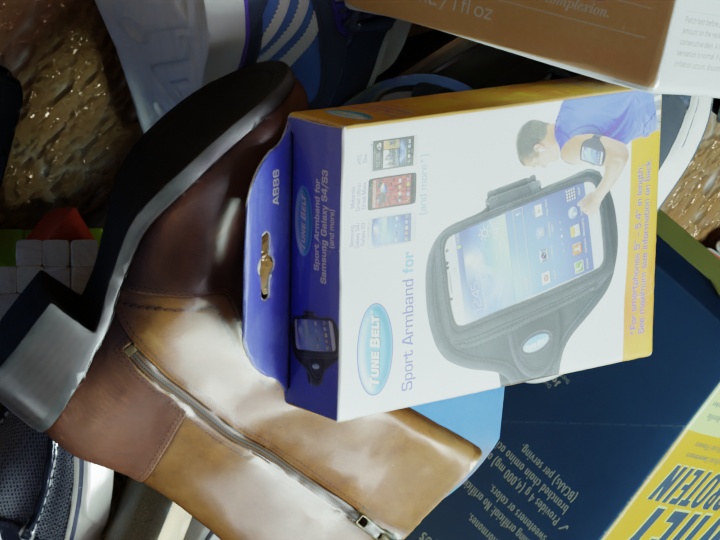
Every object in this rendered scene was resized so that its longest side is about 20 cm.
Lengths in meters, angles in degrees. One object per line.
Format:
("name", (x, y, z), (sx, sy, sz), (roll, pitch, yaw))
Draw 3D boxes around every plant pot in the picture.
("plant pot", (-0.107, 0.135, 1.396), (0.200, 0.027, 0.201), (22, 90, -89))

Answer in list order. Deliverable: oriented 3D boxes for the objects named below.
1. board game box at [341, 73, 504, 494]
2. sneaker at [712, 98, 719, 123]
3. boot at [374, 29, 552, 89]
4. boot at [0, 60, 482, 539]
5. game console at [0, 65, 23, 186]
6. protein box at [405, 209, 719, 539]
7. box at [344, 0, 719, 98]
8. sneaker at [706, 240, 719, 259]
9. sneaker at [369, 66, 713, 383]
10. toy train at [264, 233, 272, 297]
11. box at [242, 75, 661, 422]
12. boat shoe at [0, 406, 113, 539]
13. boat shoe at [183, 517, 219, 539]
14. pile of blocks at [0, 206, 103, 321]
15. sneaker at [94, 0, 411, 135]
("board game box", (0.006, 0.010, 1.301), (0.158, 0.039, 0.201), (1, 96, -48))
("sneaker", (0.165, -0.105, 1.480), (0.199, 0.099, 0.071), (-23, 144, -35))
("boot", (0.054, -0.072, 1.350), (0.200, 0.075, 0.097), (-36, 108, -28))
("boot", (-0.027, 0.034, 1.188), (0.200, 0.069, 0.189), (35, 98, -21))
("game console", (-0.197, 0.039, 1.159), (0.175, 0.116, 0.201), (-17, 139, -42))
("protein box", (0.102, 0.066, 1.498), (0.200, 0.198, 0.135), (-55, 150, 14))
("box", (0.100, -0.185, 1.183), (0.106, 0.152, 0.201), (-2, 106, -58))
("sneaker", (0.195, 0.050, 1.757), (0.200, 0.077, 0.082), (-42, 177, -8))
("sneaker", (0.079, -0.071, 1.280), (0.146, 0.077, 0.203), (41, 65, -43))
("toy train", (0.000, 0.000, 1.380), (0.199, 0.055, 0.151), (-22, 97, -40))
("box", (0.039, -0.011, 1.170), (0.199, 0.041, 0.120), (-11, 108, -40))
("boat shoe", (-0.180, 0.129, 1.334), (0.092, 0.075, 0.201), (-6, 126, -35))
("boat shoe", (-0.065, 0.184, 1.554), (0.072, 0.066, 0.201), (-16, 138, -43))
("pile of blocks", (-0.117, 0.002, 1.293), (0.200, 0.082, 0.063), (19, 69, -68))
("sneaker", (-0.035, -0.134, 1.216), (0.146, 0.080, 0.201), (-43, 148, -25))
